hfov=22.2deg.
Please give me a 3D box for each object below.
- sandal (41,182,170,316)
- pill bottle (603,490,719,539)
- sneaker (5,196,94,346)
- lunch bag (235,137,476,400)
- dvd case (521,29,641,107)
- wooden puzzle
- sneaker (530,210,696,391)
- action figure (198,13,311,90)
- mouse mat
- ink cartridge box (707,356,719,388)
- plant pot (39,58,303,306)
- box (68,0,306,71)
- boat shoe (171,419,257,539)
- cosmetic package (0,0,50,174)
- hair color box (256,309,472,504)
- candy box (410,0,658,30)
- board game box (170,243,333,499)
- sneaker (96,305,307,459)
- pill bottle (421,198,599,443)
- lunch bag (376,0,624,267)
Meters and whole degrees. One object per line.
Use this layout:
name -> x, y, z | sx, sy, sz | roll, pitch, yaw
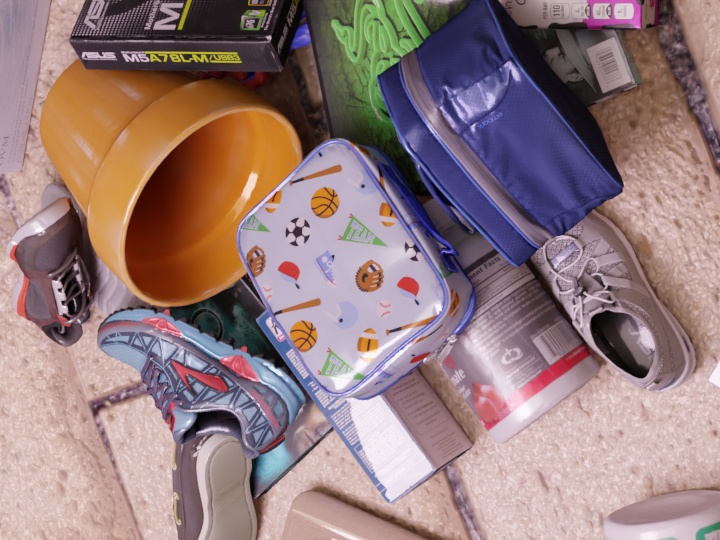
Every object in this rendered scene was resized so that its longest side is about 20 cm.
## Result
sandal -> -0.234, -0.006, 1.720 | 0.203, 0.050, 0.083 | 47, 136, 27
pill bottle -> 0.274, 0.292, 1.515 | 0.112, 0.113, 0.202 | -11, 93, 24
sneaker -> -0.268, 0.006, 1.667 | 0.082, 0.077, 0.200 | 46, 157, 14
lunch bag -> 0.000, 0.000, 1.500 | 0.160, 0.075, 0.201 | -40, 69, 17
dvd case -> 0.123, -0.187, 1.559 | 0.199, 0.022, 0.147 | -23, 89, 25
wooden puzzle -> 0.000, 0.323, 1.676 | 0.184, 0.046, 0.202 | 21, 101, 18
sneaker -> 0.200, 0.016, 1.521 | 0.200, 0.082, 0.075 | 48, 112, 12
action figure -> -0.074, -0.211, 1.601 | 0.199, 0.099, 0.066 | -29, 85, 26
mouse mat -> 0.039, -0.148, 1.551 | 0.160, 0.008, 0.201 | 3, 124, 22
ink cartridge box -> 0.394, 0.085, 1.458 | 0.199, 0.068, 0.116 | 30, 108, 16
plant pot -> -0.183, -0.101, 1.617 | 0.183, 0.199, 0.201 | 39, 111, 33
box -> -0.132, -0.261, 1.581 | 0.192, 0.048, 0.201 | 5, 58, 21
boat shoe -> -0.139, 0.215, 1.689 | 0.060, 0.071, 0.202 | 36, 135, 36
cosmetic package -> -0.393, -0.192, 1.679 | 0.122, 0.200, 0.201 | 17, 105, 20
hair color box -> 0.004, 0.099, 1.607 | 0.060, 0.100, 0.201 | -39, 81, 22
candy box -> 0.141, -0.266, 1.495 | 0.198, 0.061, 0.138 | 3, 99, 23
board game box -> -0.111, 0.091, 1.695 | 0.135, 0.028, 0.200 | -44, 80, 23
sneaker -> -0.152, 0.100, 1.599 | 0.199, 0.079, 0.096 | 21, 64, 16
pill bottle -> 0.103, 0.036, 1.551 | 0.111, 0.111, 0.201 | -39, 82, 23
lunch bag -> 0.109, -0.103, 1.464 | 0.132, 0.136, 0.200 | -35, 121, 15
